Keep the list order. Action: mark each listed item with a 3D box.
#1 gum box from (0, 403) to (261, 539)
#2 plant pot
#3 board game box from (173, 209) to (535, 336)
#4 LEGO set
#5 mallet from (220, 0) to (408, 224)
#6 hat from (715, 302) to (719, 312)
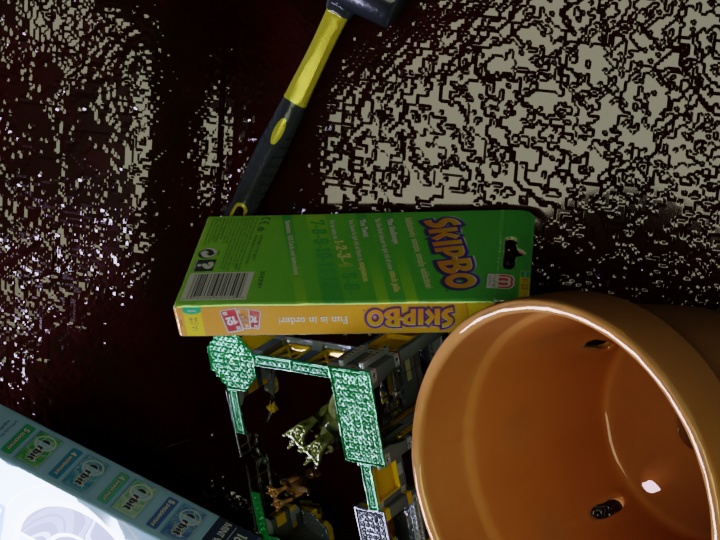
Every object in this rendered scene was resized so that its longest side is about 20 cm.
[{"bbox_3d":[-0.172,0.195,0.997,0.199,0.045,0.171,25,125,12],"label":"gum box"},{"bbox_3d":[0.145,0.099,0.839,0.199,0.139,0.202,17,113,43],"label":"plant pot"},{"bbox_3d":[0.000,0.000,0.906,0.198,0.096,0.030,-3,123,11],"label":"board game box"},{"bbox_3d":[0.004,0.098,0.945,0.153,0.116,0.201,-5,107,41],"label":"LEGO set"},{"bbox_3d":[-0.027,-0.102,0.932,0.065,0.041,0.201,23,112,6],"label":"mallet"},{"bbox_3d":[0.281,0.079,0.866,0.199,0.081,0.202,3,103,13],"label":"hat"}]
